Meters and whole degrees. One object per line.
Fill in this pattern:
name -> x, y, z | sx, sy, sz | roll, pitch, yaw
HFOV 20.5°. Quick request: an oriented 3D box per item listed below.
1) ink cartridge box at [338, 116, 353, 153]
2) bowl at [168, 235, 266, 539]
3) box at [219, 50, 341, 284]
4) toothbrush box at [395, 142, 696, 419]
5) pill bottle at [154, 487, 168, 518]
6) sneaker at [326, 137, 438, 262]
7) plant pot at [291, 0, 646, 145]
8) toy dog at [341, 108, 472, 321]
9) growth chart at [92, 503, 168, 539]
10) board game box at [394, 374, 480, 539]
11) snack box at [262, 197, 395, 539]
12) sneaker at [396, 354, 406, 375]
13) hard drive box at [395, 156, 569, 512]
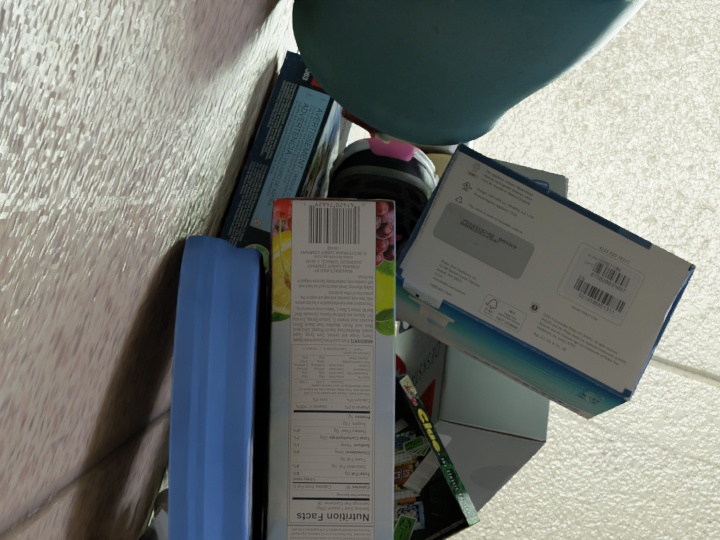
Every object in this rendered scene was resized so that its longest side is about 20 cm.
ink cartridge box -> -0.042, -0.022, 1.448 | 0.200, 0.042, 0.120 | 107, -3, -60
bowl -> -0.068, 0.084, 0.984 | 0.201, 0.039, 0.202 | -178, -90, -89
box -> -0.050, -0.036, 1.218 | 0.200, 0.037, 0.137 | 98, 10, -78
toothbrush box -> 0.097, 0.013, 1.145 | 0.086, 0.146, 0.200 | -62, 176, -7
pill bottle -> -0.065, 0.231, 1.230 | 0.111, 0.110, 0.201 | -40, 125, -86
sneaker -> 0.000, 0.000, 1.268 | 0.200, 0.073, 0.088 | 113, -9, -50
plant pot -> 0.056, -0.173, 1.031 | 0.188, 0.199, 0.201 | -55, -169, 46
toy dog -> 0.018, -0.070, 1.349 | 0.200, 0.096, 0.132 | 114, -15, -46
growth chart -> -0.087, 0.194, 1.076 | 0.018, 0.145, 0.200 | -29, 178, 4
board game box -> -0.026, 0.157, 1.277 | 0.200, 0.105, 0.023 | -32, 171, 28
snack box -> -0.016, 0.080, 1.015 | 0.169, 0.067, 0.201 | 95, -5, -77
sneaker -> -0.008, 0.098, 1.351 | 0.070, 0.093, 0.200 | 51, 13, -53
hard drive box -> 0.077, 0.047, 1.372 | 0.156, 0.076, 0.201 | 121, -22, -60
